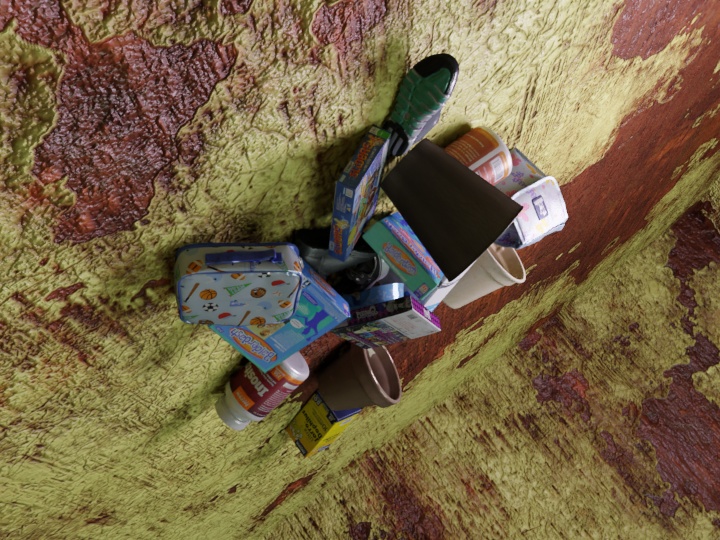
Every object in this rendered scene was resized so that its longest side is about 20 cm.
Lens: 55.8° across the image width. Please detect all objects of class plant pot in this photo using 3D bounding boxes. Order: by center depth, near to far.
[{"bbox_3d":[0.270,-0.006,1.665,0.183,0.201,0.200,-38,160,26],"label":"plant pot"},{"bbox_3d":[-0.012,0.288,1.797,0.174,0.201,0.200,-27,162,18],"label":"plant pot"}]

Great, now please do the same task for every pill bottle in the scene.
[{"bbox_3d":[0.174,-0.174,1.269,0.200,0.112,0.112,-34,157,-11],"label":"pill bottle"},{"bbox_3d":[-0.216,0.249,1.466,0.200,0.113,0.113,-44,157,11],"label":"pill bottle"}]

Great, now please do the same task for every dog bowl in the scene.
[{"bbox_3d":[-0.002,0.071,1.424,0.200,0.050,0.111,-13,172,7],"label":"dog bowl"}]

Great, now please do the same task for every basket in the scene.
[{"bbox_3d":[0.141,-0.113,1.146,0.180,0.200,0.136,-46,179,-5],"label":"basket"}]

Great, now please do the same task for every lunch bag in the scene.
[{"bbox_3d":[-0.183,0.017,1.045,0.200,0.076,0.160,-3,144,-15],"label":"lunch bag"},{"bbox_3d":[0.327,-0.147,1.442,0.169,0.200,0.127,-24,154,-31],"label":"lunch bag"}]

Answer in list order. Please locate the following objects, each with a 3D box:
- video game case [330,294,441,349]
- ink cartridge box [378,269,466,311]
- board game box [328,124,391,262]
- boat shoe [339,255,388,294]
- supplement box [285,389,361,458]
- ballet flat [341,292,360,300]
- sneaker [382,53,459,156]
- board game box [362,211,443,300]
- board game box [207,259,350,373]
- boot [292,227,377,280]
[{"bbox_3d":[0.054,0.111,1.407,0.181,0.036,0.200,-17,158,18],"label":"video game case"},{"bbox_3d":[0.141,-0.014,1.475,0.084,0.145,0.200,-10,144,-50],"label":"ink cartridge box"},{"bbox_3d":[-0.003,-0.122,1.116,0.200,0.034,0.135,101,16,-57],"label":"board game box"},{"bbox_3d":[0.000,0.000,1.375,0.066,0.070,0.200,-22,170,-22],"label":"boat shoe"},{"bbox_3d":[-0.111,0.439,1.996,0.109,0.109,0.200,-10,144,-51],"label":"supplement box"},{"bbox_3d":[0.001,0.095,1.576,0.076,0.064,0.200,-40,158,1],"label":"ballet flat"},{"bbox_3d":[0.103,-0.266,1.056,0.087,0.074,0.200,-34,171,-39],"label":"sneaker"},{"bbox_3d":[0.089,-0.033,1.262,0.045,0.152,0.200,-43,179,16],"label":"board game box"},{"bbox_3d":[-0.143,0.078,1.195,0.200,0.045,0.152,-34,123,15],"label":"board game box"},{"bbox_3d":[-0.076,0.003,1.258,0.200,0.076,0.168,-4,136,-45],"label":"boot"}]
